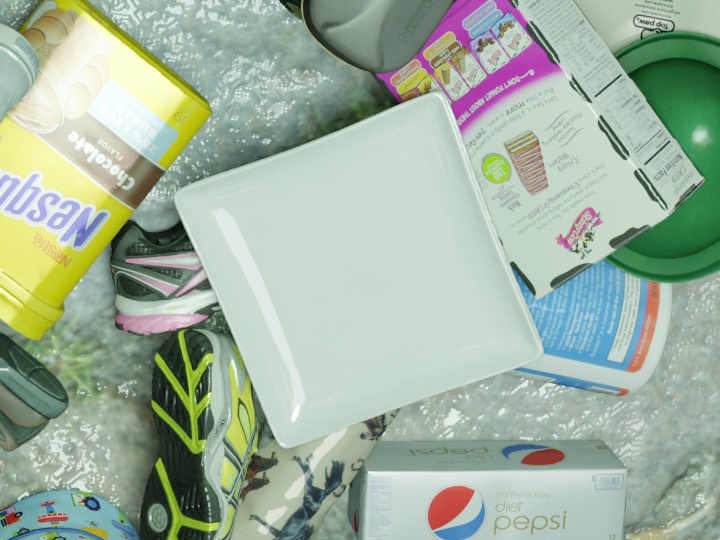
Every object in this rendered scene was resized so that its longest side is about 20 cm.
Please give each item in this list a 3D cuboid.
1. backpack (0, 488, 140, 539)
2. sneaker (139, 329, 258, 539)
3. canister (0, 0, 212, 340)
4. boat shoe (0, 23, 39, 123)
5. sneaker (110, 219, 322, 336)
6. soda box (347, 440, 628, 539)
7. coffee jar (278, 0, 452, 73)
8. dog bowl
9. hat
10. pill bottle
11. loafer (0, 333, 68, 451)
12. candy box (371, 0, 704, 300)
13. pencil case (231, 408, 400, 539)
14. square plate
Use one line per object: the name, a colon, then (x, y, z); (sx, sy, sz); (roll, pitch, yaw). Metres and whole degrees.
backpack: (-0.213, 0.268, 1.652); (0.181, 0.135, 0.201); (-23, 105, -5)
sneaker: (-0.103, 0.142, 1.624); (0.076, 0.075, 0.202); (-1, 101, -50)
canister: (-0.214, -0.076, 1.582); (0.148, 0.087, 0.200); (38, 93, -13)
boat shoe: (-0.304, -0.114, 1.515); (0.199, 0.072, 0.070); (-6, 132, 30)
sneaker: (-0.083, -0.018, 1.629); (0.198, 0.080, 0.087); (-15, 102, -9)
soda box: (0.094, 0.165, 1.714); (0.198, 0.068, 0.064); (1, 105, -10)
coffee jar: (0.001, -0.195, 1.531); (0.085, 0.200, 0.105); (33, 97, -17)
dog bowl: (0.197, -0.176, 1.637); (0.198, 0.079, 0.202); (-3, 105, -10)
hat: (0.236, -0.074, 1.532); (0.164, 0.176, 0.202); (-14, 104, -11)
pill bottle: (0.112, 0.019, 1.653); (0.198, 0.112, 0.113); (12, 102, -16)
loafer: (-0.295, 0.054, 1.613); (0.200, 0.072, 0.063); (40, 101, -20)
candy box: (0.115, -0.099, 1.542); (0.136, 0.061, 0.201); (-34, 93, 44)
pencil case: (-0.040, 0.125, 1.675); (0.078, 0.089, 0.201); (27, 100, -45)
square plate: (0.000, 0.000, 1.575); (0.199, 0.028, 0.199); (-20, 105, 11)
